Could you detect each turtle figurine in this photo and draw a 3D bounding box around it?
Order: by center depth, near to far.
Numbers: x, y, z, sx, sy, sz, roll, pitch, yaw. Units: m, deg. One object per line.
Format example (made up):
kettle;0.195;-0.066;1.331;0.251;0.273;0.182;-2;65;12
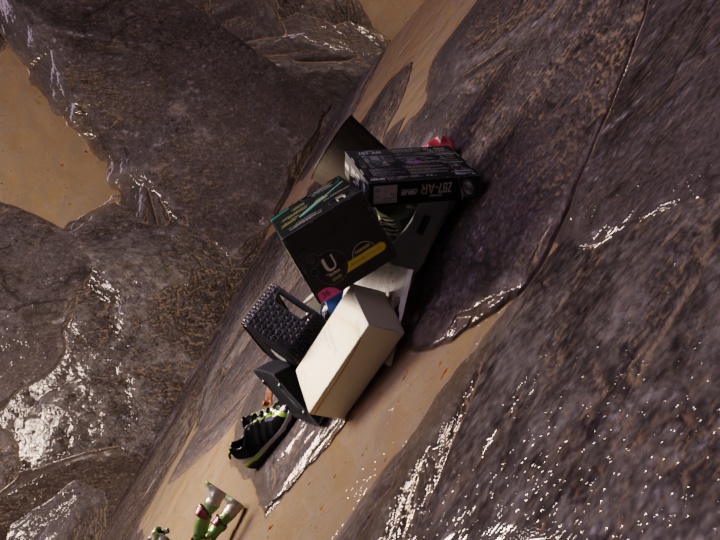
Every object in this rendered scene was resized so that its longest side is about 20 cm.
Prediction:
turtle figurine;-0.323;0.495;1.586;0.195;0.143;0.200;-57;16;-18

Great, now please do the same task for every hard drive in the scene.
hard drive;-0.128;0.219;1.543;0.042;0.135;0.200;-43;8;-16

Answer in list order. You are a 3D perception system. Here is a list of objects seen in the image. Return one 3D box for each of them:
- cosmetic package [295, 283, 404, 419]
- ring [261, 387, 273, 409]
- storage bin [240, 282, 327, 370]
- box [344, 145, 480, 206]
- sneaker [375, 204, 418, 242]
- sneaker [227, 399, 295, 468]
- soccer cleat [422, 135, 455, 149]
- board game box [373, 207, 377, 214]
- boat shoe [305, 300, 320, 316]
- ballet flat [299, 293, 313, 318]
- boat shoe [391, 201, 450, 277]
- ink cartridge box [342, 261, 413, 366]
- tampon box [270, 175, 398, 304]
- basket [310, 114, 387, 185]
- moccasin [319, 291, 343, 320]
cosmetic package;-0.021;0.133;1.362;0.201;0.072;0.104;-59;35;26
ring;-0.169;0.231;1.801;0.201;0.019;0.202;-52;28;42
storage bin;-0.120;0.124;1.536;0.094;0.134;0.200;-52;-22;-13
box;0.085;-0.165;1.447;0.160;0.197;0.044;-122;30;-59
sneaker;0.069;-0.087;1.550;0.200;0.067;0.091;1;-70;-68
sneaker;-0.197;0.310;1.679;0.201;0.082;0.072;-55;13;11
soccer cleat;0.106;-0.202;1.706;0.199;0.067;0.076;-35;-13;6
board game box;0.079;-0.150;1.625;0.199;0.032;0.120;-17;-28;-51
boat shoe;-0.091;0.146;1.714;0.203;0.071;0.061;-90;13;-54
ballet flat;-0.106;0.102;1.860;0.201;0.071;0.069;-58;14;-1
boat shoe;0.102;-0.057;1.502;0.202;0.070;0.070;-63;-15;-1
ink cartridge box;0.032;0.064;1.420;0.199;0.050;0.163;16;94;57
tampon box;-0.049;-0.055;1.392;0.149;0.127;0.200;-32;17;-3
basket;0.017;-0.202;1.790;0.136;0.199;0.181;-54;0;-40
moccasin;-0.051;0.076;1.654;0.200;0.079;0.069;-36;-41;-75
